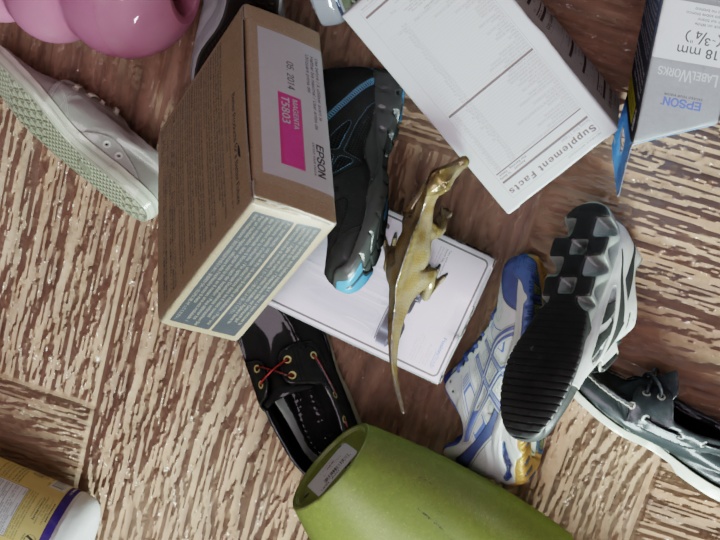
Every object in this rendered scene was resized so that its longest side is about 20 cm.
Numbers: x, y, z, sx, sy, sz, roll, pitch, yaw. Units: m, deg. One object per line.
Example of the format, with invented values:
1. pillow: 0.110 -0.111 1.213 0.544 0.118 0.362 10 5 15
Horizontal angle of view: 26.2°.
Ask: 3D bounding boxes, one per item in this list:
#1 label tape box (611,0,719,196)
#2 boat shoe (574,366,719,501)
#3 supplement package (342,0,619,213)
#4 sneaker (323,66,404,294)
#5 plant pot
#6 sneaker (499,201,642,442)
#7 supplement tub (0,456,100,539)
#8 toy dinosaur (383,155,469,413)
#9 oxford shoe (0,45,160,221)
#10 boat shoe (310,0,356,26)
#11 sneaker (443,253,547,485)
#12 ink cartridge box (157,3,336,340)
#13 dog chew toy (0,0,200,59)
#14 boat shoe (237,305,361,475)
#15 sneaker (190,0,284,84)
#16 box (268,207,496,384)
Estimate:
1. label tape box: 0.240 -0.165 1.158 0.063 0.144 0.201 10 111 4
2. boat shoe: 0.252 0.116 1.291 0.199 0.075 0.066 36 109 -4
3. supplement package: 0.098 -0.164 1.201 0.114 0.110 0.200 -37 99 19
4. sneaker: -0.015 -0.073 1.226 0.081 0.201 0.073 7 151 1
5. plant pot: 0.046 0.226 1.295 0.200 0.187 0.187 44 111 -12
6. sneaker: 0.180 0.054 1.239 0.088 0.074 0.201 35 73 -39
7. supplement tub: -0.353 0.238 1.405 0.199 0.145 0.146 22 111 2
8. toy dinosaur: 0.037 0.000 1.203 0.058 0.101 0.201 15 101 6
9. oxford shoe: -0.235 -0.124 1.309 0.200 0.075 0.058 40 70 3
10. boat shoe: -0.025 -0.292 1.201 0.062 0.072 0.201 -9 106 6
11. sneaker: 0.110 0.082 1.306 0.088 0.075 0.201 10 103 24
12. ink cartridge box: -0.093 -0.074 1.196 0.075 0.201 0.165 17 138 -26
13. dog chew toy: -0.230 -0.234 1.236 0.199 0.125 0.125 5 110 17
14. boat shoe: -0.059 0.091 1.346 0.073 0.063 0.202 -22 102 19
15. sneaker: -0.092 -0.217 1.250 0.072 0.085 0.201 8 132 -14
16. box: 0.000 0.000 1.287 0.199 0.060 0.117 24 93 1
